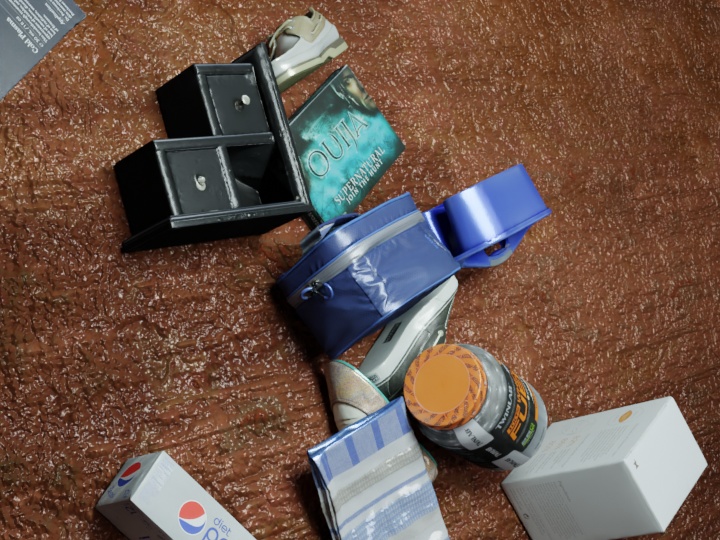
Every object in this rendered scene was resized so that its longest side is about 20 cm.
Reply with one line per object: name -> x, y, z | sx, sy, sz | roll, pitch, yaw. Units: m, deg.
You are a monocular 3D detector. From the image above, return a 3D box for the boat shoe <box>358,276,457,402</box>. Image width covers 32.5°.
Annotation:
boat shoe -> 0.068, 0.084, 1.505 | 0.064, 0.071, 0.200 | 51, 55, -17

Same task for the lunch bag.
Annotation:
lunch bag -> 0.000, 0.000, 1.412 | 0.132, 0.136, 0.200 | 55, 39, 5

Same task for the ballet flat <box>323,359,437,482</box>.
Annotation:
ballet flat -> 0.017, 0.190, 1.416 | 0.200, 0.068, 0.067 | 48, 55, -18

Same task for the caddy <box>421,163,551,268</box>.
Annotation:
caddy -> 0.157, -0.056, 1.590 | 0.200, 0.141, 0.105 | -26, 89, -46

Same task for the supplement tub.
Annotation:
supplement tub -> 0.135, 0.160, 1.459 | 0.200, 0.122, 0.123 | 36, 50, -57

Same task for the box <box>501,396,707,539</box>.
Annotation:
box -> 0.310, 0.260, 1.577 | 0.152, 0.200, 0.107 | -38, 102, -44

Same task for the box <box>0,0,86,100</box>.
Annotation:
box -> -0.395, -0.243, 1.145 | 0.200, 0.104, 0.182 | 49, 46, -20

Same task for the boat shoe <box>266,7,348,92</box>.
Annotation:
boat shoe -> -0.080, -0.262, 1.471 | 0.068, 0.075, 0.200 | 56, 24, -8

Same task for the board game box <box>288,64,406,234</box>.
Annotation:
board game box -> -0.033, -0.148, 1.518 | 0.135, 0.028, 0.200 | 53, 46, -17

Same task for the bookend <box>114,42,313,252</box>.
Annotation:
bookend -> -0.174, -0.135, 1.329 | 0.198, 0.092, 0.201 | -9, 81, -45

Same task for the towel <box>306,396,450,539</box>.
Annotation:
towel -> 0.024, 0.260, 1.378 | 0.147, 0.024, 0.200 | -26, 106, -32

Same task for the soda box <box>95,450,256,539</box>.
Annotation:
soda box -> -0.160, 0.267, 1.210 | 0.200, 0.068, 0.064 | 48, 49, -20
